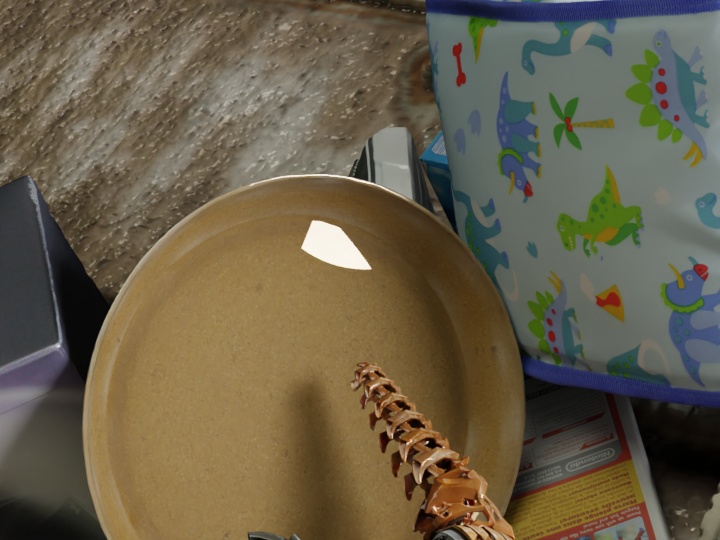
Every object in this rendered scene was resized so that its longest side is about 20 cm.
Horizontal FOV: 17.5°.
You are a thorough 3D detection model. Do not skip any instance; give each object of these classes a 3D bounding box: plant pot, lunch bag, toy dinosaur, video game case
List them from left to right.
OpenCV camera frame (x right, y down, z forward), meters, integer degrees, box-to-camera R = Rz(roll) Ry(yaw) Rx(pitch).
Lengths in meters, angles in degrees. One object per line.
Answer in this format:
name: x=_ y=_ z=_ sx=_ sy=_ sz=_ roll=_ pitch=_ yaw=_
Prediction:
plant pot: x=-0.024 y=0.060 z=0.967 sx=0.200 sy=0.200 sz=0.027 roll=-44 pitch=19 yaw=-19
toy dinosaur: x=0.024 y=0.138 z=0.922 sx=0.135 sy=0.102 sz=0.200 roll=-9 pitch=46 yaw=-15
video game case: x=0.061 y=0.120 z=1.007 sx=0.143 sy=0.017 sz=0.200 roll=-20 pitch=40 yaw=8
lunch bag: x=0.121 y=-0.040 z=0.971 sx=0.127 sy=0.170 sz=0.200 roll=-14 pitch=12 yaw=-17

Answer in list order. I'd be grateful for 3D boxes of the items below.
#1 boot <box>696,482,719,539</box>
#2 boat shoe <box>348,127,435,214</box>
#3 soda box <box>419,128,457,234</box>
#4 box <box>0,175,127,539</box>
boot: x=0.250 y=0.101 z=0.896 sx=0.200 sy=0.073 sz=0.182 roll=27 pitch=65 yaw=37
boat shoe: x=0.000 y=0.000 z=1.115 sx=0.071 sy=0.072 sz=0.200 roll=-13 pitch=34 yaw=12
soda box: x=0.116 y=-0.095 z=1.166 sx=0.064 sy=0.068 sz=0.200 roll=15 pitch=55 yaw=39
box: x=-0.184 y=0.098 z=1.024 sx=0.200 sy=0.199 sz=0.123 roll=-24 pitch=40 yaw=4
